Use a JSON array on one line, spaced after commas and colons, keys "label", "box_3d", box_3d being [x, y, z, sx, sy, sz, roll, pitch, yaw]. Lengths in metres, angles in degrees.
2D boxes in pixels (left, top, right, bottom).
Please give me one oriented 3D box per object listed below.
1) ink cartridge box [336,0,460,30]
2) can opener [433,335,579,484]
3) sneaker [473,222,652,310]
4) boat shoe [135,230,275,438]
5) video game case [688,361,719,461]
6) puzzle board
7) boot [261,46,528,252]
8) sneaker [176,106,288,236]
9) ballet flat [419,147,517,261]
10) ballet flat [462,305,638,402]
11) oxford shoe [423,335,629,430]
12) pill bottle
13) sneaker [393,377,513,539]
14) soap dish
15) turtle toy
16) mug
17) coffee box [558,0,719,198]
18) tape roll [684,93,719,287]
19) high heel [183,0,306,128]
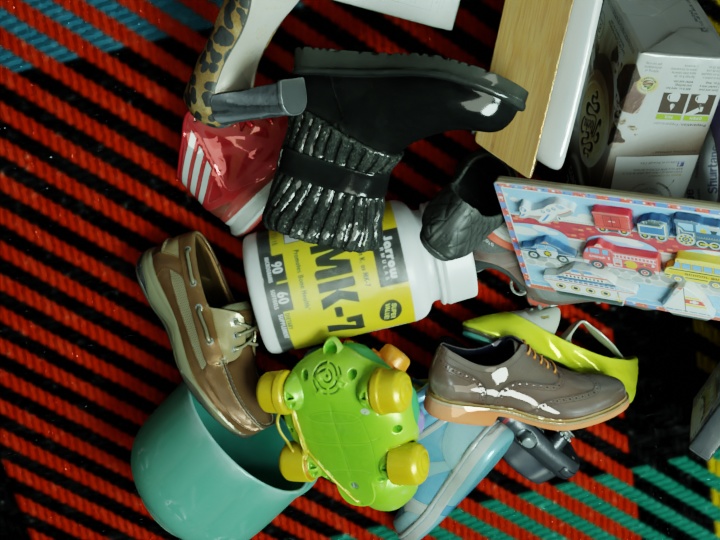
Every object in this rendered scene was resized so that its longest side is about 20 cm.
[{"label": "ink cartridge box", "box_3d": [-0.005, -0.282, 0.862, 0.199, 0.059, 0.104, 13, 107, -8]}, {"label": "can opener", "box_3d": [0.145, 0.142, 1.016, 0.079, 0.063, 0.200, -42, 107, 10]}, {"label": "sneaker", "box_3d": [0.197, 0.001, 0.977, 0.199, 0.077, 0.082, 22, 123, -4]}, {"label": "boat shoe", "box_3d": [-0.131, 0.055, 0.927, 0.074, 0.076, 0.201, -32, 85, 18]}, {"label": "video game case", "box_3d": [0.368, 0.076, 0.945, 0.025, 0.200, 0.181, 34, 105, 14]}, {"label": "puzzle board", "box_3d": [0.217, -0.013, 0.841, 0.199, 0.017, 0.151, 11, 148, 29]}, {"label": "boot", "box_3d": [0.024, -0.089, 0.813, 0.210, 0.079, 0.159, 11, 93, 28]}, {"label": "sneaker", "box_3d": [-0.089, -0.134, 0.898, 0.115, 0.078, 0.200, 38, 101, -16]}, {"label": "ballet flat", "box_3d": [0.107, -0.065, 0.875, 0.066, 0.200, 0.057, 44, 124, -3]}, {"label": "ballet flat", "box_3d": [0.193, 0.072, 1.003, 0.199, 0.067, 0.067, 26, 84, -15]}, {"label": "oxford shoe", "box_3d": [0.160, 0.101, 0.934, 0.199, 0.071, 0.073, 2, 106, -15]}, {"label": "pill bottle", "box_3d": [0.000, 0.000, 0.931, 0.199, 0.114, 0.115, -14, 109, 0]}, {"label": "sneaker", "box_3d": [0.060, 0.183, 1.026, 0.131, 0.079, 0.200, 43, 129, 15]}, {"label": "soap dish", "box_3d": [0.155, -0.191, 0.861, 0.081, 0.157, 0.201, 14, 108, 9]}, {"label": "turtle toy", "box_3d": [0.001, 0.143, 0.923, 0.145, 0.101, 0.201, -3, 117, 24]}, {"label": "mug", "box_3d": [-0.131, 0.197, 0.968, 0.185, 0.152, 0.114, 42, 104, -16]}, {"label": "coffee box", "box_3d": [0.237, -0.123, 0.873, 0.079, 0.113, 0.201, 2, 130, -5]}, {"label": "tape roll", "box_3d": [0.323, -0.079, 0.881, 0.084, 0.200, 0.201, -3, 109, -3]}, {"label": "high heel", "box_3d": [-0.106, -0.219, 0.828, 0.071, 0.142, 0.201, -5, 96, -45]}]
